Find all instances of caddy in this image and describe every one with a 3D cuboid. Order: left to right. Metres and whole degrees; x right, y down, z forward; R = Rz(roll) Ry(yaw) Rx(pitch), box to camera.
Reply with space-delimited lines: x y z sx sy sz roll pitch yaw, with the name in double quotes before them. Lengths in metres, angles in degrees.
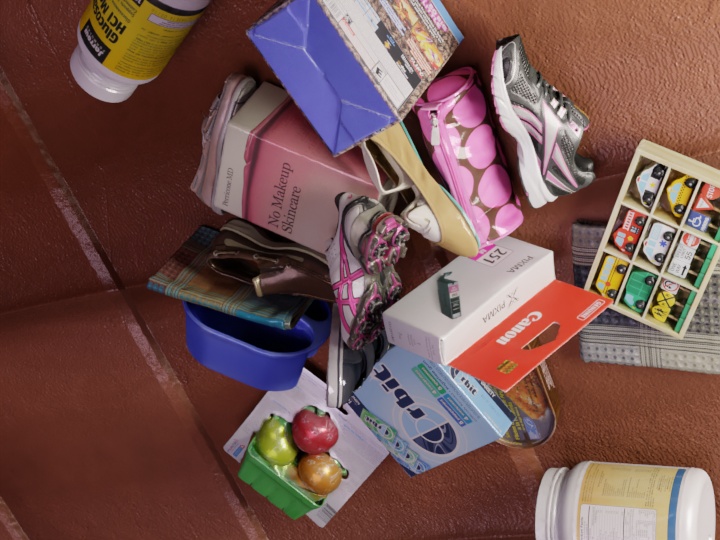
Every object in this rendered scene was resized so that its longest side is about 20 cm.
"caddy" -0.133 0.062 1.683 0.198 0.142 0.106 21 132 10

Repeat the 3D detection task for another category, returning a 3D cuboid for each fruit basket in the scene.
"fruit basket" -0.071 0.240 1.827 0.184 0.094 0.201 37 115 -2

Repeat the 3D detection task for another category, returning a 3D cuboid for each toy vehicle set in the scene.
"toy vehicle set" 0.329 -0.031 1.435 0.123 0.027 0.202 23 127 13

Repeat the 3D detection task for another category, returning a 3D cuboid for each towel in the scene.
"towel" -0.148 0.007 1.647 0.198 0.147 0.022 16 126 16
"towel" 0.342 0.030 1.506 0.198 0.035 0.195 5 121 26

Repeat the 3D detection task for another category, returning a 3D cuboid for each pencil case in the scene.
"pencil case" 0.117 -0.119 1.465 0.090 0.094 0.202 -15 117 20

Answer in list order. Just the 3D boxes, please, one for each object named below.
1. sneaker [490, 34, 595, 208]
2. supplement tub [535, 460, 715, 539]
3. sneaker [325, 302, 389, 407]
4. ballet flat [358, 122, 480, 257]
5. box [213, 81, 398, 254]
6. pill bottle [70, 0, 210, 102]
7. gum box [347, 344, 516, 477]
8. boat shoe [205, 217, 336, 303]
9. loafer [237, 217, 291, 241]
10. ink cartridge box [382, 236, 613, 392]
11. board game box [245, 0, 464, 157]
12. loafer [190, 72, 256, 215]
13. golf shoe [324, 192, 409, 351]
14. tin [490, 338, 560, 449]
"sneaker" 0.200 -0.168 1.416 0.085 0.081 0.201 -13 125 19
"supplement tub" 0.328 0.312 1.628 0.198 0.145 0.146 0 122 26
"sneaker" 0.000 0.082 1.598 0.078 0.201 0.079 6 136 0
"ballet flat" 0.054 -0.087 1.447 0.201 0.063 0.069 56 159 -1
"box" -0.057 -0.112 1.546 0.198 0.109 0.129 23 130 9
"pill bottle" -0.257 -0.289 1.518 0.112 0.113 0.200 41 130 -5
"gum box" 0.076 0.166 1.685 0.170 0.045 0.200 49 141 -7
"boat shoe" -0.100 0.006 1.583 0.201 0.075 0.075 20 145 31
"loafer" -0.060 -0.053 1.617 0.198 0.072 0.064 22 126 14
"ink cartridge box" 0.152 0.040 1.457 0.173 0.199 0.044 20 134 42
"board game box" -0.001 -0.245 1.366 0.096 0.200 0.160 -24 109 37
"loafer" -0.174 -0.157 1.601 0.062 0.072 0.201 28 133 15
"golf shoe" 0.000 0.000 1.490 0.092 0.072 0.202 36 136 30
"tin" 0.181 0.134 1.647 0.111 0.042 0.202 -9 118 26
